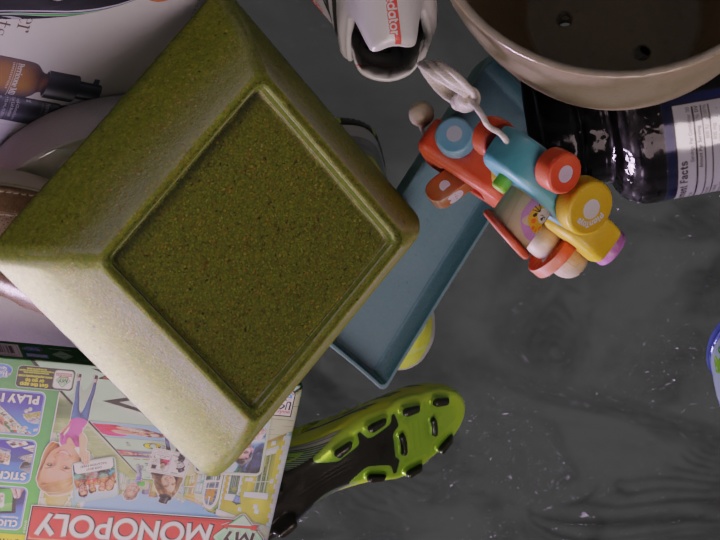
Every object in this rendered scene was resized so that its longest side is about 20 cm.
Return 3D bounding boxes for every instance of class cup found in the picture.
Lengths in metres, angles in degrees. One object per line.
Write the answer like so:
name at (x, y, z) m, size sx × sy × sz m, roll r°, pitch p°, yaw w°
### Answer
cup at (0.139, -0.166, 1.269) m, size 0.200 × 0.201 × 0.143 m, roll -12°, pitch 159°, yaw 1°

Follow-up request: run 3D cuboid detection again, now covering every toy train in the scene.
toy train at (0.071, -0.046, 1.284) m, size 0.056 × 0.150 × 0.200 m, roll -54°, pitch 170°, yaw -3°

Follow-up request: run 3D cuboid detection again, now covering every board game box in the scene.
board game box at (-0.145, 0.115, 1.411) m, size 0.200 × 0.029 × 0.135 m, roll 6°, pitch 108°, yaw -20°

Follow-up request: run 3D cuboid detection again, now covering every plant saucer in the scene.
plant saucer at (-0.068, -0.014, 1.290) m, size 0.200 × 0.048 × 0.200 m, roll -50°, pitch 121°, yaw -15°
plant saucer at (0.042, -0.030, 1.403) m, size 0.070 × 0.019 × 0.200 m, roll 41°, pitch 77°, yaw -39°

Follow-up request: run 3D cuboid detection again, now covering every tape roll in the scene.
tape roll at (-0.133, -0.013, 1.377) m, size 0.202 × 0.037 × 0.203 m, roll -5°, pitch 131°, yaw -5°

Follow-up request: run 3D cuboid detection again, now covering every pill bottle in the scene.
pill bottle at (0.199, -0.101, 1.377) m, size 0.199 × 0.112 × 0.112 m, roll -10°, pitch 135°, yaw -1°

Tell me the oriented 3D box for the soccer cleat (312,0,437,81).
soccer cleat at (0.009, -0.140, 1.267) m, size 0.068 × 0.085 × 0.200 m, roll -8°, pitch 176°, yaw -3°

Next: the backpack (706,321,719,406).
backpack at (0.326, 0.041, 1.513) m, size 0.183 × 0.147 × 0.200 m, roll 26°, pitch 120°, yaw -30°

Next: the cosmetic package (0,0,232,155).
cosmetic package at (-0.167, -0.126, 1.329) m, size 0.150 × 0.052 × 0.200 m, roll 8°, pitch 132°, yaw -21°

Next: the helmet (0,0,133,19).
helmet at (-0.142, -0.217, 1.144) m, size 0.190 × 0.200 × 0.200 m, roll -21°, pitch 139°, yaw -24°

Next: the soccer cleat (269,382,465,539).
soccer cleat at (-0.025, 0.120, 1.587) m, size 0.200 × 0.084 × 0.065 m, roll -27°, pitch 125°, yaw -13°

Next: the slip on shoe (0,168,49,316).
slip on shoe at (-0.167, 0.000, 1.317) m, size 0.200 × 0.061 × 0.076 m, roll 18°, pitch 126°, yaw -23°

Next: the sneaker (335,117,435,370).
sneaker at (0.000, 0.000, 1.462) m, size 0.075 × 0.077 × 0.200 m, roll -17°, pitch 134°, yaw 6°
